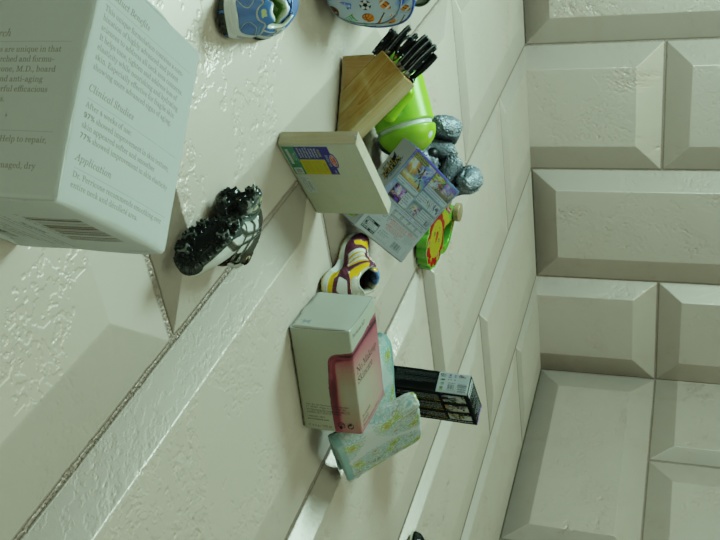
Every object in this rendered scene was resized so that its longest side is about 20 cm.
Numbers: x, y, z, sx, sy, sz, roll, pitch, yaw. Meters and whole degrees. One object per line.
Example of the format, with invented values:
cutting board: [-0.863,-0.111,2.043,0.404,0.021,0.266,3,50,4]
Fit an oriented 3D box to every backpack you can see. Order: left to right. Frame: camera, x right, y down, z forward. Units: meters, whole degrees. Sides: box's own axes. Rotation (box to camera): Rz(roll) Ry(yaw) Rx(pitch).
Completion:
backpack: [0.021,-0.495,1.514,0.191,0.198,0.155,73,34,-59]

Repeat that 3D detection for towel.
towel: [0.025,0.251,1.794,0.172,0.048,0.202,-59,146,-54]
towel: [0.030,0.301,1.653,0.048,0.170,0.201,55,-12,27]

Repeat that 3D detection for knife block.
knife block: [0.053,-0.330,1.624,0.064,0.174,0.202,14,80,-68]

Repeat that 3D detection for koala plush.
koala plush: [0.118,-0.209,1.870,0.199,0.183,0.179,-11,77,-56]

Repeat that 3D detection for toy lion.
toy lion: [0.182,-0.093,2.199,0.200,0.068,0.194,31,71,-68]

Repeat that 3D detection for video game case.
video game case: [0.079,-0.129,1.725,0.182,0.045,0.200,-49,145,4]

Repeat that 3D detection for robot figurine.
robot figurine: [0.076,-0.310,1.739,0.175,0.115,0.202,-8,83,-76]

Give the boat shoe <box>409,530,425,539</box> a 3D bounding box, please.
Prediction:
boat shoe: [0.159,0.701,2.236,0.202,0.062,0.074,70,32,-44]

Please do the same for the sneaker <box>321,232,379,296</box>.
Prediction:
sneaker: [0.000,0.000,1.644,0.201,0.089,0.076,-63,149,-50]

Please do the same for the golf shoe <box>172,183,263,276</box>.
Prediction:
golf shoe: [-0.172,-0.032,1.183,0.200,0.077,0.095,-56,144,-53]

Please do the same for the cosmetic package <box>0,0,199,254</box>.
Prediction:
cosmetic package: [-0.261,-0.133,0.788,0.167,0.165,0.202,38,58,-67]

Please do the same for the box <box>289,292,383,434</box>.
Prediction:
box: [-0.036,0.155,1.541,0.128,0.108,0.202,-52,141,-56]

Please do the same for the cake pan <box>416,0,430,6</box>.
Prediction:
cake pan: [0.059,-0.560,1.628,0.037,0.200,0.201,-34,135,-18]

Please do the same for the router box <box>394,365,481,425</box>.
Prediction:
router box: [0.147,0.264,1.935,0.150,0.198,0.051,66,36,-53]

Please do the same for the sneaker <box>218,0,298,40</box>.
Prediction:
sneaker: [-0.123,-0.359,1.272,0.200,0.076,0.076,-51,138,-61]

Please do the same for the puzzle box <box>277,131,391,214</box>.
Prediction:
puzzle box: [-0.038,-0.154,1.458,0.200,0.132,0.026,61,37,-57]
